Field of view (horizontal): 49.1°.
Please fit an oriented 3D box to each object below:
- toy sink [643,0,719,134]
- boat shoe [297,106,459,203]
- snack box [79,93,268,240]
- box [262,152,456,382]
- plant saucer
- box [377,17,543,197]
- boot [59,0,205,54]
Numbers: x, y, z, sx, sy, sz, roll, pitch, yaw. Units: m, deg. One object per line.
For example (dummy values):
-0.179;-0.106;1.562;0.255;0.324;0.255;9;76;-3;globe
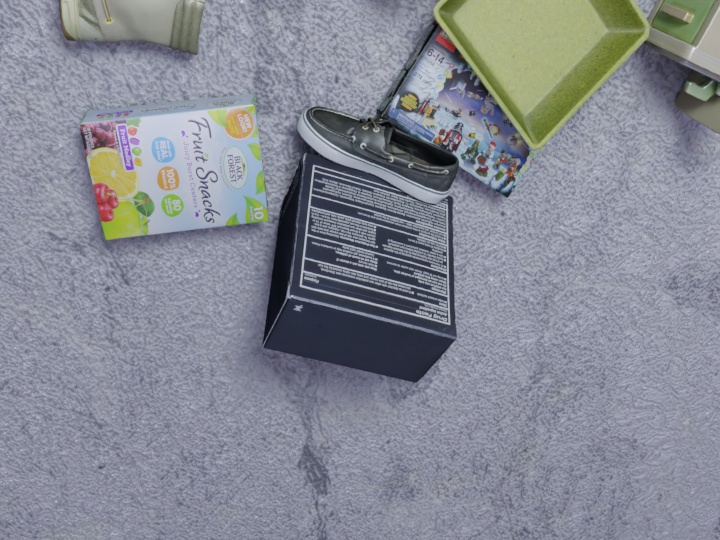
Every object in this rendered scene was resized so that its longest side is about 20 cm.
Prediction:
0.401;-0.277;0.892;0.110;0.131;0.203;17;114;-16;toy sink
0.023;-0.148;0.916;0.197;0.069;0.057;25;133;-5;boat shoe
-0.212;-0.121;0.922;0.195;0.053;0.145;-7;118;-5;snack box
0.000;0.000;0.918;0.196;0.202;0.124;15;142;-14;box
0.197;-0.276;0.880;0.200;0.048;0.200;-44;110;-3;plant saucer
0.137;-0.196;0.944;0.197;0.040;0.138;28;109;-20;box
-0.227;-0.328;0.806;0.151;0.073;0.204;5;121;-10;boot
